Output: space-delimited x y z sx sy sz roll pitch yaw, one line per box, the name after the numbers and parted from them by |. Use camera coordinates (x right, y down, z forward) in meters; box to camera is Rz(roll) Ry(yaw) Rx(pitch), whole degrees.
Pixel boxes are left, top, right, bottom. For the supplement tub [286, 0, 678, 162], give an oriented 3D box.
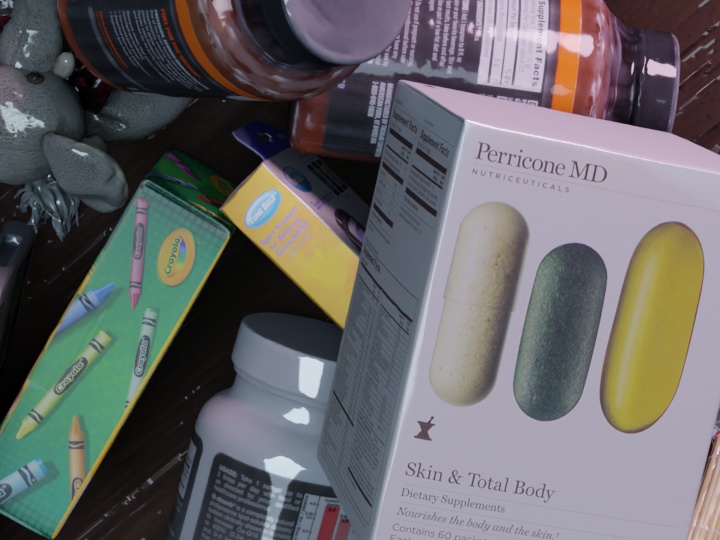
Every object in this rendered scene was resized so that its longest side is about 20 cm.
0.064 -0.103 1.133 0.199 0.107 0.108 8 99 -4 | supplement tub

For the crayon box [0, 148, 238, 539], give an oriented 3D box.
-0.137 0.038 1.187 0.058 0.119 0.201 30 101 -4 | crayon box

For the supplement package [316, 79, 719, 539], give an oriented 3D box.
0.081 0.028 1.019 0.151 0.151 0.201 10 100 -12 | supplement package

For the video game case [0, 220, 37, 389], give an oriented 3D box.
-0.218 0.084 1.175 0.022 0.182 0.201 14 100 -5 | video game case

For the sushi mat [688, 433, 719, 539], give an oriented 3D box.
0.204 0.191 1.129 0.095 0.012 0.201 22 67 2 | sushi mat

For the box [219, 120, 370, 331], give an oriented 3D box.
0.000 0.000 1.165 0.200 0.119 0.042 43 102 1 | box

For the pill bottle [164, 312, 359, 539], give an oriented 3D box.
-0.046 0.133 1.192 0.115 0.116 0.201 17 100 5 | pill bottle

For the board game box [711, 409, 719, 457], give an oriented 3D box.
0.253 0.063 1.181 0.135 0.035 0.201 -17 96 10 | board game box

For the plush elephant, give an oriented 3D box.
-0.171 -0.108 1.153 0.164 0.155 0.201 13 99 6 | plush elephant

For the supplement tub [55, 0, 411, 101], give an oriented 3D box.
-0.060 -0.134 1.021 0.106 0.200 0.108 -4 98 -33 | supplement tub
